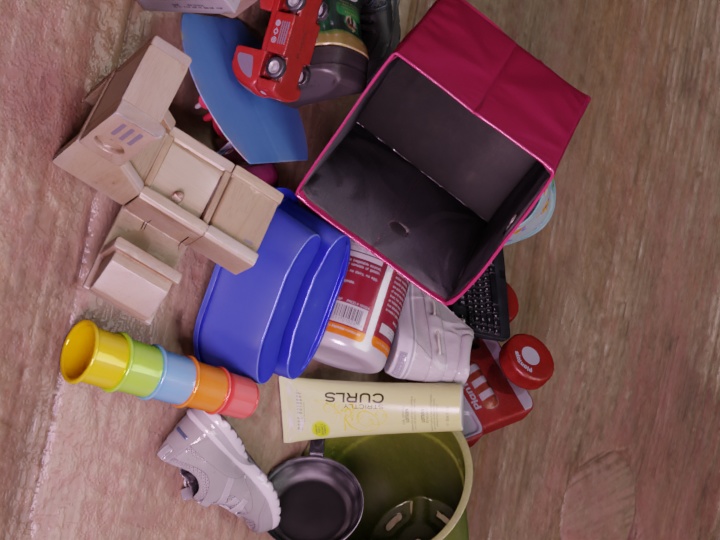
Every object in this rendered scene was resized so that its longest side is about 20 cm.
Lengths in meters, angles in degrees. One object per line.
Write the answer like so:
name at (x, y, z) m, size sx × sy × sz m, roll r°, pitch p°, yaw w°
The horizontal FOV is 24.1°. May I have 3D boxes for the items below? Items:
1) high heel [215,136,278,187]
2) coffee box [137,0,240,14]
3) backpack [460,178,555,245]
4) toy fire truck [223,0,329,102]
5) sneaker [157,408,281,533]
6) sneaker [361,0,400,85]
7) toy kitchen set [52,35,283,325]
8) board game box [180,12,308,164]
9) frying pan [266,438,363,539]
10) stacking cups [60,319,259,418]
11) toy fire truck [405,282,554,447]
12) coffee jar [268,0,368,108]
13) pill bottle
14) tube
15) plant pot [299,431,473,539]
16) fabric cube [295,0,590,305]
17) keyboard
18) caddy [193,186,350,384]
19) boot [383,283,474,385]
high heel at (-0.143, -0.063, 1.641) m, size 0.200 × 0.067 × 0.097 m, roll -52°, pitch 127°, yaw -54°
coffee box at (-0.137, -0.341, 1.552) m, size 0.080 × 0.112 × 0.201 m, roll 47°, pitch 58°, yaw -48°
backpack at (0.135, -0.123, 1.907) m, size 0.153 × 0.174 × 0.202 m, roll 50°, pitch 32°, yaw -71°
toy fire truck at (-0.095, -0.272, 1.619) m, size 0.049 × 0.140 × 0.202 m, roll 12°, pitch 95°, yaw -56°
sneaker at (-0.146, 0.208, 1.705) m, size 0.082 × 0.075 × 0.201 m, roll -37°, pitch 134°, yaw -9°
sneaker at (0.005, -0.291, 1.823) m, size 0.081 × 0.073 × 0.202 m, roll 20°, pitch 78°, yaw -31°
toy kitchen set at (-0.159, -0.059, 1.457) m, size 0.199 × 0.180 × 0.164 m, roll 31°, pitch 67°, yaw -19°
board game box at (-0.126, -0.168, 1.634) m, size 0.159 × 0.039 × 0.200 m, roll 64°, pitch 22°, yaw 5°
frying pan at (-0.064, 0.222, 1.819) m, size 0.114 × 0.191 × 0.031 m, roll -14°, pitch 143°, yaw -10°
stacking cups at (-0.184, 0.103, 1.576) m, size 0.199 × 0.060 × 0.061 m, roll 24°, pitch 77°, yaw -39°
toy fire truck at (0.116, 0.103, 1.971) m, size 0.167 × 0.112 × 0.201 m, roll -16°, pitch 68°, yaw -41°
coffee jar at (-0.045, -0.265, 1.670) m, size 0.085 × 0.104 × 0.202 m, roll 17°, pitch 68°, yaw -54°
pill bottle at (0.000, 0.000, 1.816) m, size 0.113 × 0.112 × 0.202 m, roll 37°, pitch 66°, yaw -52°
tube at (0.012, 0.149, 1.808) m, size 0.052 × 0.198 × 0.059 m, roll 75°, pitch 16°, yaw -64°
plant pot at (0.046, 0.274, 1.899) m, size 0.201 × 0.199 × 0.190 m, roll -64°, pitch 154°, yaw -24°
fabric cube at (0.087, -0.126, 1.699) m, size 0.197 × 0.199 × 0.200 m, roll -53°, pitch -178°, yaw 32°
keyboard at (0.124, -0.010, 1.963) m, size 0.040 × 0.103 × 0.201 m, roll 110°, pitch -16°, yaw -46°
caddy at (-0.096, 0.018, 1.685) m, size 0.141 × 0.104 × 0.201 m, roll -1°, pitch 114°, yaw -64°
boot at (0.075, 0.060, 1.883) m, size 0.201 × 0.095 × 0.074 m, roll -91°, pitch -160°, yaw -53°
